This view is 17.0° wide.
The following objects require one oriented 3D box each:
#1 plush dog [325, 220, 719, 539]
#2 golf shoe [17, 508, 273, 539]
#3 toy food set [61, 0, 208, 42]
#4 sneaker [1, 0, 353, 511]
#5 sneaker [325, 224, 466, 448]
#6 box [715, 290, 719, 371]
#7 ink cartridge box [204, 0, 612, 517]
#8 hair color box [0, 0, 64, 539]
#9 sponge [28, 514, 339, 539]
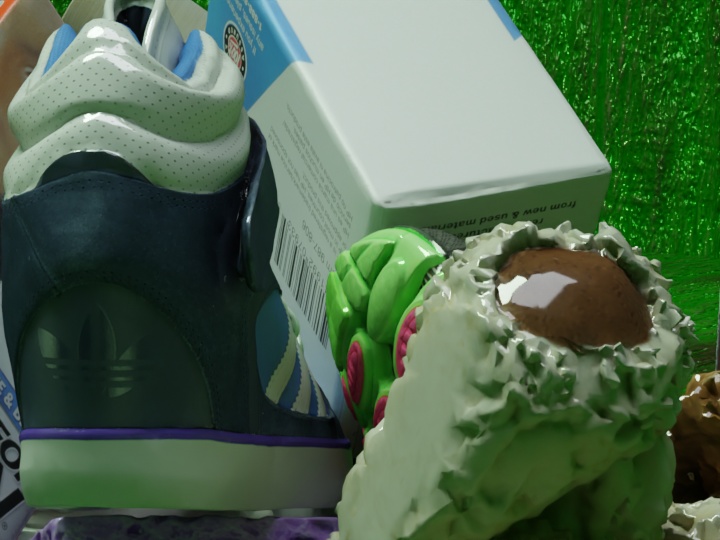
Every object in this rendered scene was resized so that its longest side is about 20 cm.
[{"bbox_3d":[0.071,0.107,0.615,0.172,0.200,0.160,11,-36,-34],"label":"plush dog"},{"bbox_3d":[-0.130,0.073,0.822,0.200,0.092,0.075,-8,-14,4],"label":"golf shoe"},{"bbox_3d":[-0.057,-0.043,1.019,0.143,0.060,0.200,35,-21,7],"label":"toy food set"},{"bbox_3d":[-0.048,-0.005,0.690,0.081,0.146,0.200,-1,-4,11],"label":"sneaker"},{"bbox_3d":[0.041,0.042,0.718,0.084,0.077,0.200,-21,-30,-1],"label":"sneaker"},{"bbox_3d":[0.238,0.076,0.847,0.166,0.164,0.200,1,6,-18],"label":"box"},{"bbox_3d":[0.000,0.000,0.821,0.084,0.200,0.145,-9,47,-22],"label":"ink cartridge box"},{"bbox_3d":[-0.132,0.014,0.725,0.064,0.111,0.200,-15,30,31],"label":"hair color box"},{"bbox_3d":[-0.062,0.107,0.745,0.112,0.030,0.200,2,-17,-19],"label":"sponge"}]
